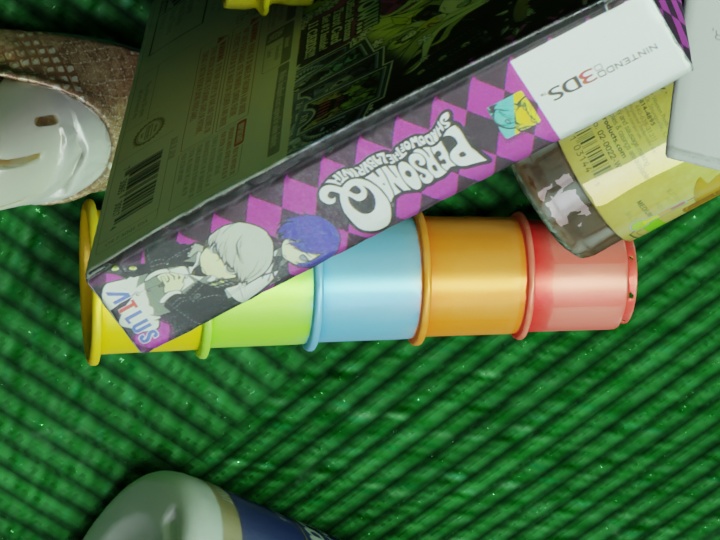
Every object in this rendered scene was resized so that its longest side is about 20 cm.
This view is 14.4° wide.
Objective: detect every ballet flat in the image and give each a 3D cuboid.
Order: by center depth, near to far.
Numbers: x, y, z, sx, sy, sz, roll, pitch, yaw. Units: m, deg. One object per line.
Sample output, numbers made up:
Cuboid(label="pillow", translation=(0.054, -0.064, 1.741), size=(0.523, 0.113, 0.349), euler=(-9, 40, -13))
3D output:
Cuboid(label="ballet flat", translation=(-0.147, -0.048, 0.956), size=(0.200, 0.065, 0.071), euler=(6, 131, -13))

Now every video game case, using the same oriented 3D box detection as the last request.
Cuboid(label="video game case", translation=(0.009, -0.073, 0.867), size=(0.181, 0.200, 0.036), euler=(-28, 114, 15))

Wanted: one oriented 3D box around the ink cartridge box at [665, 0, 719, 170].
Cuboid(label="ink cartridge box", translation=(0.157, -0.136, 0.831), size=(0.085, 0.146, 0.200), euler=(12, 117, 20))

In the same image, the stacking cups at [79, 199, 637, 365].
Cuboid(label="stacking cups", translation=(0.000, 0.000, 1.025), size=(0.200, 0.061, 0.061), euler=(-3, 131, -8))

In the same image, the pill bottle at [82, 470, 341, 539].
Cuboid(label="pill bottle", translation=(-0.016, 0.164, 1.130), size=(0.200, 0.111, 0.111), euler=(26, 123, -28))

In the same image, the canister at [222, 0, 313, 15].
Cuboid(label="canister", translation=(-0.110, -0.155, 0.838), size=(0.200, 0.087, 0.149), euler=(2, 110, -6))

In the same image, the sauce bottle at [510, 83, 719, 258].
Cuboid(label="sauce bottle", translation=(0.147, -0.073, 0.975), size=(0.200, 0.065, 0.065), euler=(-27, 129, 17))
